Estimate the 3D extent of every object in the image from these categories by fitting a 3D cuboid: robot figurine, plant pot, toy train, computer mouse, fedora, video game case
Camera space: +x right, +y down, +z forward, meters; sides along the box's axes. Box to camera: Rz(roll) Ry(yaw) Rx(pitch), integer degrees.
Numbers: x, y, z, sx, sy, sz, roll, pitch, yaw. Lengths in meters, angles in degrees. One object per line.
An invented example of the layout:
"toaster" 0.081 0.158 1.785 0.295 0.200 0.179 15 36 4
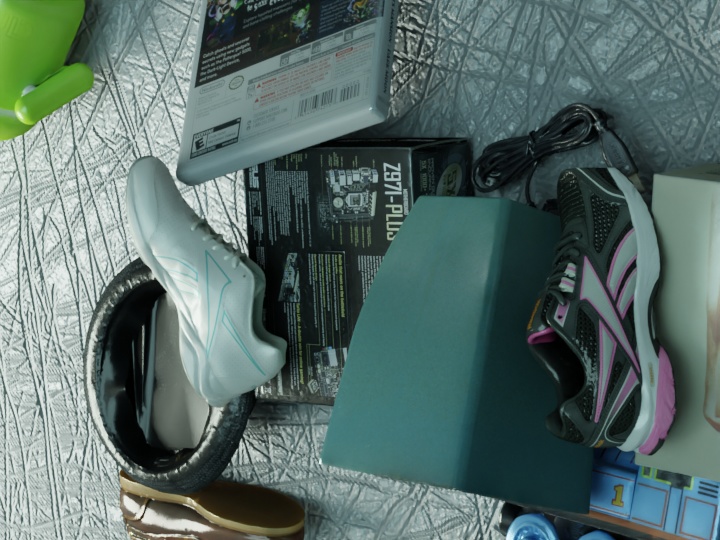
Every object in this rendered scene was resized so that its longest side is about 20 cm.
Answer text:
"robot figurine" -0.311 -0.200 1.578 0.175 0.115 0.201 42 119 29
"plant pot" 0.082 0.055 1.280 0.141 0.141 0.202 3 80 47
"toy train" 0.190 0.175 1.315 0.199 0.086 0.115 13 96 35
"computer mouse" 0.164 -0.019 1.321 0.140 0.046 0.202 -32 68 42
"fedora" -0.140 0.081 1.519 0.199 0.091 0.203 3 96 33
"video game case" -0.054 -0.170 1.407 0.199 0.023 0.183 -16 56 36

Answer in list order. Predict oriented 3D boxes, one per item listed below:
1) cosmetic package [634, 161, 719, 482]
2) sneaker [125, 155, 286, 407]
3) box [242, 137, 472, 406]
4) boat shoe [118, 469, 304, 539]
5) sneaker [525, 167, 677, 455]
"cosmetic package" 0.250 0.033 1.235 0.087 0.103 0.202 10 105 34
"sneaker" -0.116 -0.001 1.406 0.080 0.070 0.202 -23 92 20
"box" 0.000 0.000 1.412 0.163 0.086 0.202 2 98 36
"boat shoe" -0.125 0.216 1.548 0.199 0.070 0.071 11 108 40
"sneaker" 0.149 0.022 1.204 0.080 0.085 0.202 126 140 -59
